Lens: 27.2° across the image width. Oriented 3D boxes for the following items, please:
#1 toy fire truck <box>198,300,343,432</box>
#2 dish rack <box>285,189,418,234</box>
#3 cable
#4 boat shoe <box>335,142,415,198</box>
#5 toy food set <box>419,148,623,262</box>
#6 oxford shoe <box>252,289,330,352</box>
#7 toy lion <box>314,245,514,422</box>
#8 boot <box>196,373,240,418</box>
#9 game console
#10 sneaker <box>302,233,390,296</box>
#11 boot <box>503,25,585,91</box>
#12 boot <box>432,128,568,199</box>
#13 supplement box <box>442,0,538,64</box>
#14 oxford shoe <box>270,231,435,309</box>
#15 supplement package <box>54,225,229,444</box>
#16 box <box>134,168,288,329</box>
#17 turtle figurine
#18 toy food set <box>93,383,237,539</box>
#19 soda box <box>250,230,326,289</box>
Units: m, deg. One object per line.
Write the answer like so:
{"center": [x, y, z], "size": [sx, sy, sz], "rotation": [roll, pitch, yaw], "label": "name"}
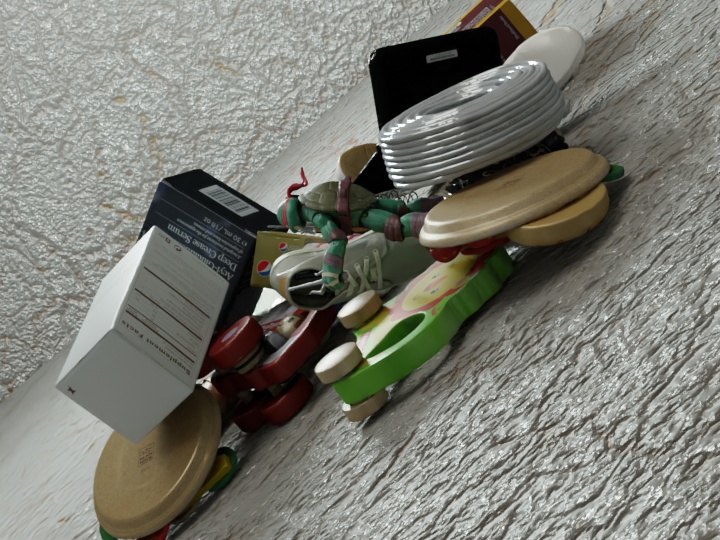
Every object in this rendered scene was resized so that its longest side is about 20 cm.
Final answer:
{"center": [-0.097, 0.084, 1.706], "size": [0.168, 0.112, 0.199], "rotation": [-49, 14, -27], "label": "toy fire truck"}
{"center": [0.002, -0.076, 1.894], "size": [0.151, 0.055, 0.200], "rotation": [1, -5, -21], "label": "dish rack"}
{"center": [0.114, -0.149, 1.529], "size": [0.198, 0.070, 0.200], "rotation": [-19, 14, 14], "label": "cable"}
{"center": [0.034, -0.124, 1.980], "size": [0.198, 0.072, 0.069], "rotation": [-5, -23, -45], "label": "boat shoe"}
{"center": [0.150, -0.061, 1.405], "size": [0.198, 0.049, 0.198], "rotation": [-18, 13, 26], "label": "toy food set"}
{"center": [-0.078, 0.066, 1.864], "size": [0.075, 0.058, 0.200], "rotation": [-50, 26, -8], "label": "oxford shoe"}
{"center": [0.062, 0.042, 1.451], "size": [0.190, 0.069, 0.200], "rotation": [-31, 14, 21], "label": "toy lion"}
{"center": [-0.198, 0.178, 1.834], "size": [0.154, 0.074, 0.200], "rotation": [-41, 13, -9], "label": "boot"}
{"center": [0.071, -0.188, 1.785], "size": [0.198, 0.178, 0.116], "rotation": [-18, 13, -36], "label": "game console"}
{"center": [0.008, -0.003, 1.796], "size": [0.103, 0.077, 0.200], "rotation": [4, 4, 20], "label": "sneaker"}
{"center": [0.193, -0.197, 1.741], "size": [0.200, 0.073, 0.090], "rotation": [-43, -28, 15], "label": "boot"}
{"center": [0.157, -0.105, 1.620], "size": [0.150, 0.073, 0.200], "rotation": [-43, 6, 1], "label": "boot"}
{"center": [0.158, -0.257, 2.007], "size": [0.197, 0.133, 0.200], "rotation": [-41, 11, 8], "label": "supplement box"}
{"center": [0.000, 0.000, 1.628], "size": [0.197, 0.076, 0.058], "rotation": [-12, 30, -3], "label": "oxford shoe"}
{"center": [-0.242, 0.070, 1.676], "size": [0.117, 0.117, 0.201], "rotation": [-41, 21, 31], "label": "supplement package"}
{"center": [-0.202, 0.000, 1.863], "size": [0.202, 0.147, 0.107], "rotation": [-66, -15, 20], "label": "box"}
{"center": [-0.013, -0.045, 1.538], "size": [0.197, 0.102, 0.150], "rotation": [-1, 34, 11], "label": "turtle figurine"}
{"center": [-0.227, 0.219, 1.677], "size": [0.199, 0.049, 0.199], "rotation": [-41, 37, 10], "label": "toy food set"}
{"center": [-0.070, -0.010, 1.841], "size": [0.200, 0.063, 0.069], "rotation": [2, -84, -74], "label": "soda box"}
